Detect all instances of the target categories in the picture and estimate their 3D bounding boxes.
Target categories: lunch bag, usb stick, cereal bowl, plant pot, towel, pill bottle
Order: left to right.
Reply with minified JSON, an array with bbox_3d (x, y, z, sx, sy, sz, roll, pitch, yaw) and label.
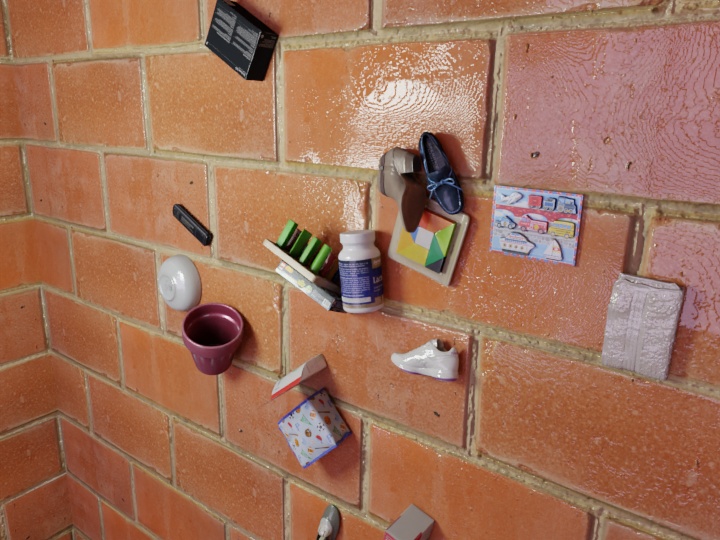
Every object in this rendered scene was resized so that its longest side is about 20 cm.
[{"bbox_3d":[-0.660,0.050,2.051,0.196,0.082,0.206,10,106,36],"label":"cereal bowl"},{"bbox_3d":[-0.578,-0.157,1.968,0.199,0.032,0.056,40,129,23],"label":"usb stick"},{"bbox_3d":[-0.490,0.241,1.911,0.198,0.198,0.182,35,135,25],"label":"plant pot"},{"bbox_3d":[-0.149,0.483,1.741,0.200,0.123,0.172,-42,76,28],"label":"lunch bag"},{"bbox_3d":[0.000,0.000,1.507,0.113,0.115,0.206,3,104,36],"label":"pill bottle"},{"bbox_3d":[0.564,0.113,1.153,0.130,0.034,0.206,13,109,35],"label":"towel"}]

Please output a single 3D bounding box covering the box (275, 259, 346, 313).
[{"bbox_3d":[-0.127,0.046,1.594,0.198,0.137,0.040,35,94,20],"label":"box"}]

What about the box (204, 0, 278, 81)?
[{"bbox_3d":[-0.341,-0.654,1.631,0.200,0.078,0.143,43,120,21],"label":"box"}]

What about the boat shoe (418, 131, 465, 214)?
[{"bbox_3d":[0.177,-0.222,1.333,0.083,0.069,0.204,-29,84,14],"label":"boat shoe"}]

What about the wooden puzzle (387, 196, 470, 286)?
[{"bbox_3d":[0.160,-0.081,1.414,0.197,0.037,0.189,29,118,29],"label":"wooden puzzle"}]

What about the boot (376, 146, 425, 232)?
[{"bbox_3d":[0.091,-0.197,1.401,0.145,0.069,0.206,9,94,57],"label":"boot"}]

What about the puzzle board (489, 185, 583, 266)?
[{"bbox_3d":[0.378,-0.099,1.255,0.196,0.017,0.155,13,109,35],"label":"puzzle board"}]

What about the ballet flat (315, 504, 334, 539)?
[{"bbox_3d":[-0.112,0.845,1.837,0.066,0.063,0.205,24,115,30],"label":"ballet flat"}]

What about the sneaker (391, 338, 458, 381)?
[{"bbox_3d":[0.169,0.221,1.475,0.196,0.074,0.103,5,86,36],"label":"sneaker"}]

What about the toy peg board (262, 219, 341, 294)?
[{"bbox_3d":[-0.130,-0.041,1.575,0.198,0.199,0.099,35,93,25],"label":"toy peg board"}]

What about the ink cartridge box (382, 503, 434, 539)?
[{"bbox_3d":[0.116,0.782,1.594,0.082,0.144,0.205,25,115,30],"label":"ink cartridge box"}]

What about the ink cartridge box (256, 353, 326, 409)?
[{"bbox_3d":[-0.211,0.328,1.698,0.160,0.198,0.051,-37,79,36],"label":"ink cartridge box"}]
